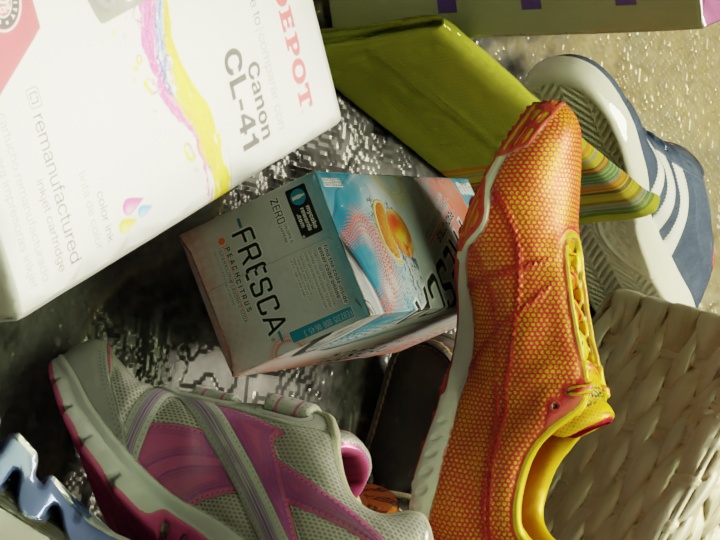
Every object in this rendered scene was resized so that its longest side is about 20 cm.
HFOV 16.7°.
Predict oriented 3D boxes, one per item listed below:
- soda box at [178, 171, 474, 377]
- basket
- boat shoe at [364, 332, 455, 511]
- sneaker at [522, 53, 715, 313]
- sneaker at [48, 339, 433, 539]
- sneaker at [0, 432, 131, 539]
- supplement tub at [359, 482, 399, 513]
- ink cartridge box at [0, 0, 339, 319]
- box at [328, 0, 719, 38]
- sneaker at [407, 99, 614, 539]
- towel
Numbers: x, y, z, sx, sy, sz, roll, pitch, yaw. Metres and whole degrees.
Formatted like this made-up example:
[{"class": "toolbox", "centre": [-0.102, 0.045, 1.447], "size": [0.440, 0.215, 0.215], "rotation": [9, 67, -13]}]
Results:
[{"class": "soda box", "centre": [0.000, 0.000, 1.046], "size": [0.064, 0.068, 0.200], "rotation": [68, 20, 6]}, {"class": "basket", "centre": [0.152, 0.122, 1.229], "size": [0.123, 0.135, 0.200], "rotation": [42, 73, -37]}, {"class": "boat shoe", "centre": [0.024, 0.128, 1.137], "size": [0.073, 0.074, 0.201], "rotation": [6, 86, -52]}, {"class": "sneaker", "centre": [0.138, -0.053, 1.278], "size": [0.085, 0.075, 0.200], "rotation": [-59, 144, -30]}, {"class": "sneaker", "centre": [-0.044, 0.087, 0.954], "size": [0.088, 0.200, 0.081], "rotation": [-38, 148, -18]}, {"class": "sneaker", "centre": [-0.133, 0.135, 0.897], "size": [0.199, 0.081, 0.115], "rotation": [40, 68, 1]}, {"class": "supplement tub", "centre": [-0.022, 0.197, 1.043], "size": [0.122, 0.122, 0.201], "rotation": [-19, 107, -50]}, {"class": "ink cartridge box", "centre": [-0.110, -0.087, 0.931], "size": [0.200, 0.085, 0.148], "rotation": [-34, 118, -44]}, {"class": "box", "centre": [0.080, -0.199, 1.088], "size": [0.097, 0.199, 0.177], "rotation": [-25, 111, -49]}, {"class": "sneaker", "centre": [0.075, 0.029, 1.029], "size": [0.073, 0.077, 0.201], "rotation": [3, 95, -68]}, {"class": "towel", "centre": [0.059, -0.069, 1.160], "size": [0.200, 0.086, 0.018], "rotation": [35, 57, -47]}]
